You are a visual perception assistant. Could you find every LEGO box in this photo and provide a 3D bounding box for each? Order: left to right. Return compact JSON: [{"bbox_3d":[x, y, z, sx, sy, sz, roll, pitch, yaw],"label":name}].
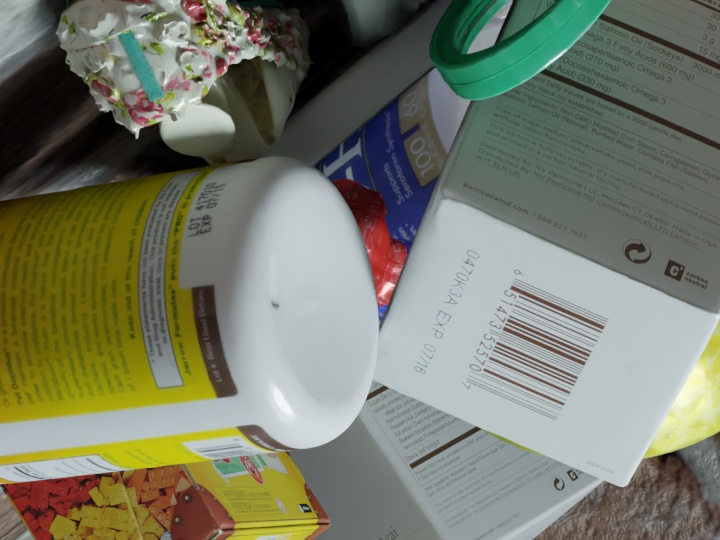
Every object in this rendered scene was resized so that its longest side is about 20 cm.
[{"bbox_3d":[-0.106,0.081,1.418,0.077,0.149,0.200,-36,168,9],"label":"LEGO box"}]

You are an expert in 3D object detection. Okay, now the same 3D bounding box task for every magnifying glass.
[{"bbox_3d":[0.074,-0.130,1.148,0.079,0.022,0.200,-27,-154,31],"label":"magnifying glass"}]

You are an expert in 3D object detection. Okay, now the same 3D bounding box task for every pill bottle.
[{"bbox_3d":[-0.101,0.023,1.150,0.199,0.110,0.109,-8,-178,27],"label":"pill bottle"},{"bbox_3d":[0.021,-0.021,1.428,0.200,0.120,0.119,-37,170,38],"label":"pill bottle"}]

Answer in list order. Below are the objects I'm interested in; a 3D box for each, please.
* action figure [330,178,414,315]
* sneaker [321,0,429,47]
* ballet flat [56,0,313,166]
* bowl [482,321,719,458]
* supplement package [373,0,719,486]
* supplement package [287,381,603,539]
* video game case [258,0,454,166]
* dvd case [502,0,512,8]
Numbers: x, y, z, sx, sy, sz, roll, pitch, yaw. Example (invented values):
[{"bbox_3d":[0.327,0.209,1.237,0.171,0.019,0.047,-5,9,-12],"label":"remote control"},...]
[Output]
[{"bbox_3d":[0.000,0.000,1.285,0.200,0.099,0.066,24,83,-55],"label":"action figure"},{"bbox_3d":[0.028,-0.146,1.064,0.114,0.076,0.199,-36,172,-3],"label":"sneaker"},{"bbox_3d":[-0.061,-0.070,1.136,0.075,0.064,0.200,-27,171,15],"label":"ballet flat"},{"bbox_3d":[0.120,-0.015,1.503,0.200,0.200,0.108,-32,141,-17],"label":"bowl"},{"bbox_3d":[0.095,-0.040,1.191,0.117,0.117,0.201,111,2,-48],"label":"supplement package"},{"bbox_3d":[0.008,0.075,1.591,0.119,0.200,0.121,-26,166,-40],"label":"supplement package"},{"bbox_3d":[-0.013,-0.068,1.266,0.200,0.023,0.182,-39,-175,19],"label":"video game case"},{"bbox_3d":[0.146,-0.191,1.367,0.148,0.016,0.200,-23,164,-49],"label":"dvd case"}]
